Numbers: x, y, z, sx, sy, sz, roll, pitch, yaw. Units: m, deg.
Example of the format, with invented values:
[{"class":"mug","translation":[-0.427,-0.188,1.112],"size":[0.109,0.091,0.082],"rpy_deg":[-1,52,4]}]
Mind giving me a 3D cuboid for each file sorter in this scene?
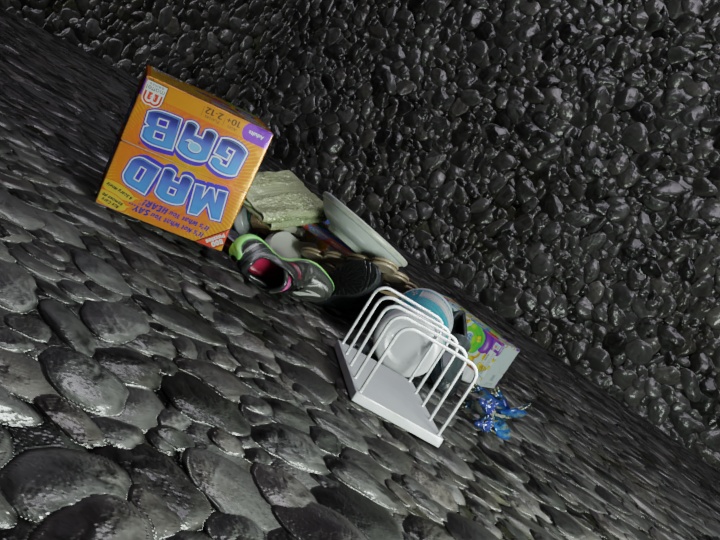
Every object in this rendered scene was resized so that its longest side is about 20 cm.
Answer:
[{"class":"file sorter","translation":[0.062,0.123,1.076],"size":[0.138,0.125,0.200],"rpy_deg":[30,8,-15]}]

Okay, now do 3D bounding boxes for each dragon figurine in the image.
[{"class":"dragon figurine","translation":[0.234,0.240,1.281],"size":[0.200,0.059,0.099],"rpy_deg":[26,10,-40]}]

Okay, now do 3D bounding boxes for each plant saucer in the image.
[{"class":"plant saucer","translation":[-0.004,-0.060,1.394],"size":[0.200,0.050,0.200],"rpy_deg":[42,0,0]}]

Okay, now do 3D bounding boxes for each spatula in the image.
[{"class":"spatula","translation":[0.026,0.128,1.281],"size":[0.056,0.021,0.200],"rpy_deg":[41,11,23]}]

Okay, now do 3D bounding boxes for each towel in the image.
[{"class":"towel","translation":[-0.149,-0.133,1.410],"size":[0.148,0.037,0.200],"rpy_deg":[42,27,23]}]

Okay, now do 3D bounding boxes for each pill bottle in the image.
[{"class":"pill bottle","translation":[0.094,0.095,1.289],"size":[0.111,0.111,0.200],"rpy_deg":[33,18,5]}]

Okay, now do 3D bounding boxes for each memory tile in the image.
[{"class":"memory tile","translation":[0.000,0.000,1.396],"size":[0.199,0.017,0.153],"rpy_deg":[10,-19,31]}]

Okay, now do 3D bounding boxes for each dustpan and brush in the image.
[{"class":"dustpan and brush","translation":[0.155,0.154,1.487],"size":[0.139,0.057,0.200],"rpy_deg":[38,12,34]}]

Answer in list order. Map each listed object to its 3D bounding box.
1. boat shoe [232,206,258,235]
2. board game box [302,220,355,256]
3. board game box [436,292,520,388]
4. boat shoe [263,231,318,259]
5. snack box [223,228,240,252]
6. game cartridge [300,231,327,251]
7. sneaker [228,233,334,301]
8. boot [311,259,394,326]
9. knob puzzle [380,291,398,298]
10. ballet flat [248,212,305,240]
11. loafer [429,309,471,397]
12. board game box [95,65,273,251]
[{"class":"boat shoe","translation":[-0.233,-0.095,1.490],"size":[0.063,0.071,0.200],"rpy_deg":[-6,6,2]},{"class":"board game box","translation":[-0.025,-0.061,1.490],"size":[0.200,0.019,0.103],"rpy_deg":[35,28,1]},{"class":"board game box","translation":[0.218,0.147,1.636],"size":[0.200,0.103,0.105],"rpy_deg":[37,9,30]},{"class":"boat shoe","translation":[-0.144,-0.034,1.453],"size":[0.068,0.072,0.200],"rpy_deg":[-6,0,20]},{"class":"snack box","translation":[-0.258,-0.075,1.381],"size":[0.200,0.024,0.072],"rpy_deg":[37,8,30]},{"class":"game cartridge","translation":[-0.140,-0.100,1.625],"size":[0.176,0.033,0.200],"rpy_deg":[32,-29,-2]},{"class":"sneaker","translation":[-0.126,0.014,1.249],"size":[0.199,0.077,0.084],"rpy_deg":[24,29,-35]},{"class":"boot","translation":[0.032,0.053,1.377],"size":[0.164,0.066,0.200],"rpy_deg":[-13,-30,42]},{"class":"knob puzzle","translation":[-0.012,0.042,1.539],"size":[0.219,0.031,0.220],"rpy_deg":[17,7,-2]},{"class":"ballet flat","translation":[-0.145,-0.082,1.485],"size":[0.065,0.071,0.200],"rpy_deg":[23,4,22]},{"class":"loafer","translation":[0.160,0.140,1.364],"size":[0.068,0.070,0.201],"rpy_deg":[43,29,-20]},{"class":"board game box","translation":[-0.280,-0.182,1.216],"size":[0.199,0.201,0.200],"rpy_deg":[22,11,-21]}]
